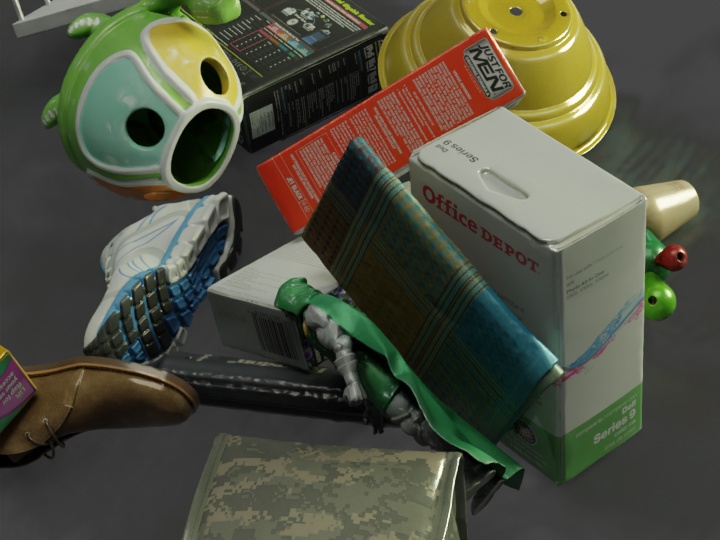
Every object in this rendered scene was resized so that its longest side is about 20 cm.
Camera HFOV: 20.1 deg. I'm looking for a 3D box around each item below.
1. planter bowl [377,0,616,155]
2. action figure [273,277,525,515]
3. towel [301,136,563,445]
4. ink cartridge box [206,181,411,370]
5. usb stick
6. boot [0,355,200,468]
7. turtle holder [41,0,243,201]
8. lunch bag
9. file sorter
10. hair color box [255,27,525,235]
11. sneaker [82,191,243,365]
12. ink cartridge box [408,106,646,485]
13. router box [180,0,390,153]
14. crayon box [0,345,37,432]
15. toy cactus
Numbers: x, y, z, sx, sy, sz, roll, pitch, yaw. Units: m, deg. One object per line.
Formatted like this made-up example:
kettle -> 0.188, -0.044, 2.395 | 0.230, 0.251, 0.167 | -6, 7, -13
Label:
planter bowl -> 0.117, -0.181, 1.631 | 0.199, 0.084, 0.201 | 5, 49, -6
action figure -> 0.015, 0.074, 1.327 | 0.055, 0.118, 0.200 | -44, 67, -3
towel -> 0.043, 0.019, 1.325 | 0.022, 0.147, 0.200 | -34, 79, -27
ink cartridge box -> 0.000, 0.000, 1.473 | 0.199, 0.051, 0.109 | -29, 25, -32
usb stick -> -0.050, 0.082, 1.414 | 0.198, 0.033, 0.055 | 5, 20, 16
boot -> -0.206, 0.104, 1.401 | 0.198, 0.074, 0.076 | -1, 54, 18
turtle holder -> -0.148, -0.140, 1.599 | 0.186, 0.141, 0.132 | -49, 50, -4
lunch bag -> -0.027, 0.202, 1.203 | 0.163, 0.118, 0.201 | 3, 36, 12
file sorter -> -0.218, -0.304, 1.779 | 0.138, 0.125, 0.200 | -11, 19, 28
hair color box -> 0.023, -0.102, 1.526 | 0.199, 0.062, 0.102 | -31, 0, 1
sneaker -> -0.163, 0.011, 1.504 | 0.086, 0.075, 0.200 | 3, 32, 24
ink cartridge box -> 0.111, 0.016, 1.341 | 0.087, 0.201, 0.145 | -30, 44, -26
router box -> -0.087, -0.194, 1.736 | 0.149, 0.062, 0.200 | -28, 43, -22
crayon box -> -0.347, 0.108, 1.372 | 0.172, 0.058, 0.200 | 25, 67, 35
toy cactus -> 0.179, -0.037, 1.495 | 0.164, 0.103, 0.200 | -21, 32, -31
